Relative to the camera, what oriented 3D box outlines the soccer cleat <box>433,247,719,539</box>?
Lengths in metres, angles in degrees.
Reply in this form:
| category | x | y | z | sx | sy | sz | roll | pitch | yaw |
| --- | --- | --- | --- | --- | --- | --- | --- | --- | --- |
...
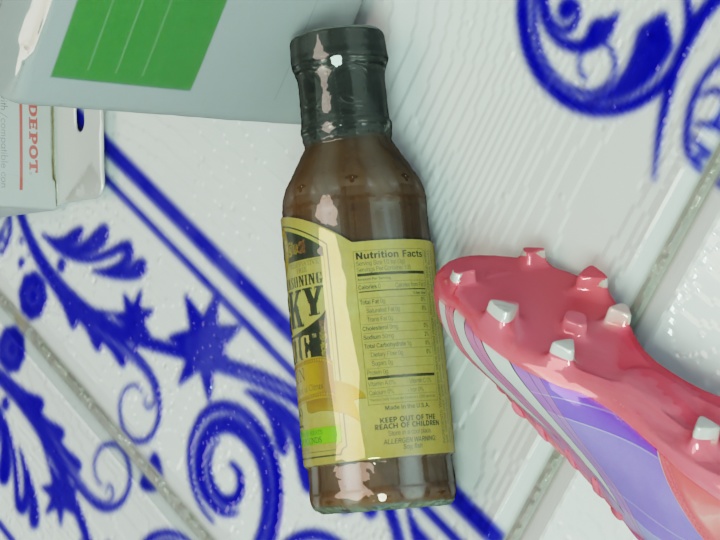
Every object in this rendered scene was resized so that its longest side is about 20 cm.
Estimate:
| category | x | y | z | sx | sy | sz | roll | pitch | yaw |
| --- | --- | --- | --- | --- | --- | --- | --- | --- | --- |
| soccer cleat | 0.093 | 0.057 | 0.740 | 0.200 | 0.067 | 0.077 | 34 | 129 | 42 |

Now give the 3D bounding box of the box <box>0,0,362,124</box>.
| category | x | y | z | sx | sy | sz | roll | pitch | yaw |
| --- | --- | --- | --- | --- | --- | --- | --- | --- | --- |
| box | -0.101 | -0.193 | 0.855 | 0.200 | 0.171 | 0.199 | 40 | 117 | 37 |

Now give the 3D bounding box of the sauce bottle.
| category | x | y | z | sx | sy | sz | roll | pitch | yaw |
| --- | --- | --- | --- | --- | --- | --- | --- | --- | --- |
| sauce bottle | 0.000 | 0.000 | 0.831 | 0.065 | 0.065 | 0.200 | -14 | 79 | 44 |

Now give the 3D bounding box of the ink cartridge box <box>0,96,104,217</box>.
| category | x | y | z | sx | sy | sz | roll | pitch | yaw |
| --- | --- | --- | --- | --- | --- | --- | --- | --- | --- |
| ink cartridge box | -0.218 | -0.085 | 1.043 | 0.200 | 0.067 | 0.117 | -6 | 86 | 45 |
